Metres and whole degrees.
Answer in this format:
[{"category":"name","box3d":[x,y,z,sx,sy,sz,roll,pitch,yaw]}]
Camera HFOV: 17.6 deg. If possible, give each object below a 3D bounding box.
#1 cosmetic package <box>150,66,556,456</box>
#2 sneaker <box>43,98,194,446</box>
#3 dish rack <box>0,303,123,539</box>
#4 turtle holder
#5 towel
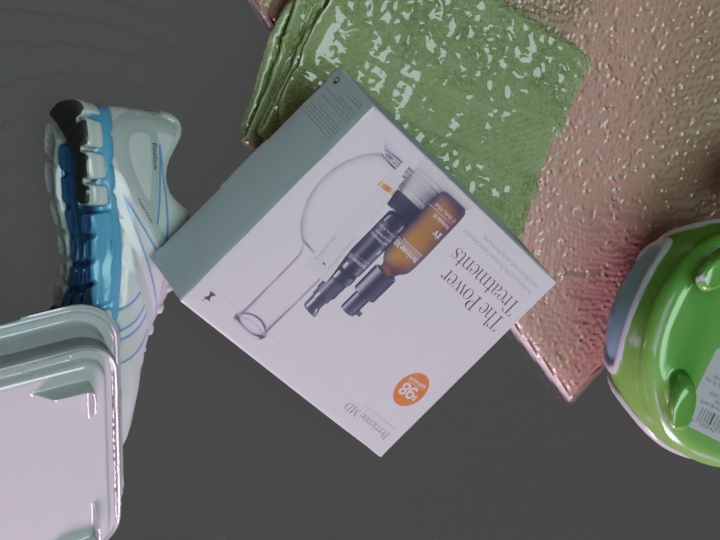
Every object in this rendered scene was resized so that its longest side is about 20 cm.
[{"category":"cosmetic package","box3d":[0.000,0.000,1.328,0.151,0.052,0.200,-44,133,6]},{"category":"sneaker","box3d":[-0.127,0.003,1.313,0.086,0.075,0.201,-5,104,-32]},{"category":"dish rack","box3d":[-0.214,0.113,1.236,0.200,0.044,0.172,-14,133,-21]},{"category":"turtle holder","box3d":[0.217,0.022,1.428,0.141,0.132,0.186,-6,101,-21]},{"category":"towel","box3d":[0.034,-0.107,1.380,0.200,0.036,0.149,23,89,-24]}]
